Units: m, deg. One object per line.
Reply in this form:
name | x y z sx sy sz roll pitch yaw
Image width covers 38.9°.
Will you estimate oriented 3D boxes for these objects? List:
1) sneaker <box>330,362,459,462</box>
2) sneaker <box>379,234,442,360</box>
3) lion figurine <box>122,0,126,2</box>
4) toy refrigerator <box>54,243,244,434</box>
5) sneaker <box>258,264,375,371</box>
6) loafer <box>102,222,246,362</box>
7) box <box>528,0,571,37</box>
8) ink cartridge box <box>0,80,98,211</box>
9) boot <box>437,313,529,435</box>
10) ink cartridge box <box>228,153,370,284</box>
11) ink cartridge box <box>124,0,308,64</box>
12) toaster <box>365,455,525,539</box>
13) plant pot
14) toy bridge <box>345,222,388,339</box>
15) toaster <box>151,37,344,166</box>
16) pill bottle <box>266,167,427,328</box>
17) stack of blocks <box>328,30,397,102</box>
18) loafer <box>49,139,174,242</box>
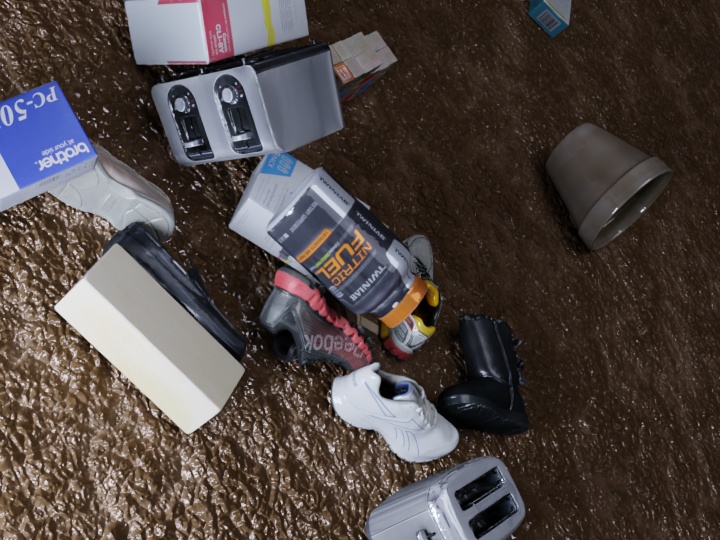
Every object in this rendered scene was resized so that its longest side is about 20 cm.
sneaker | 0.057 0.183 1.299 0.198 0.087 0.075 30 44 -30
sneaker | 0.085 0.030 1.434 0.077 0.082 0.202 30 45 -27
lion figurine | -0.249 -0.407 1.418 0.122 0.072 0.202 40 55 -31
toy refrigerator | -0.227 0.076 1.103 0.200 0.070 0.076 46 34 -13
sneaker | -0.057 0.083 1.266 0.099 0.070 0.201 -56 133 -13
loafer | -0.202 0.025 1.158 0.200 0.068 0.071 43 52 -10
box | 0.416 -0.602 2.218 0.082 0.049 0.202 37 43 -22
ink cartridge box | -0.378 -0.111 1.036 0.198 0.044 0.095 -30 86 -27
boot | 0.168 0.141 1.451 0.197 0.073 0.165 21 53 -44
ink cartridge box | -0.061 -0.060 1.338 0.198 0.068 0.116 32 45 -14
ink cartridge box | -0.184 -0.330 1.337 0.199 0.143 0.085 -30 119 -46
toaster | 0.112 0.302 1.240 0.198 0.129 0.115 -14 75 -49
plant pot | 0.436 -0.167 1.861 0.174 0.201 0.199 48 37 19
toy bridge | 0.000 0.000 1.412 0.067 0.027 0.202 30 46 -26
toaster | -0.134 -0.213 1.288 0.199 0.178 0.121 -33 115 -51
pill bottle | -0.010 -0.021 1.236 0.200 0.106 0.107 42 41 -9
stack of blocks | -0.025 -0.296 1.519 0.059 0.115 0.200 53 39 -1
loafer | -0.298 -0.104 1.162 0.199 0.072 0.063 36 27 -28
